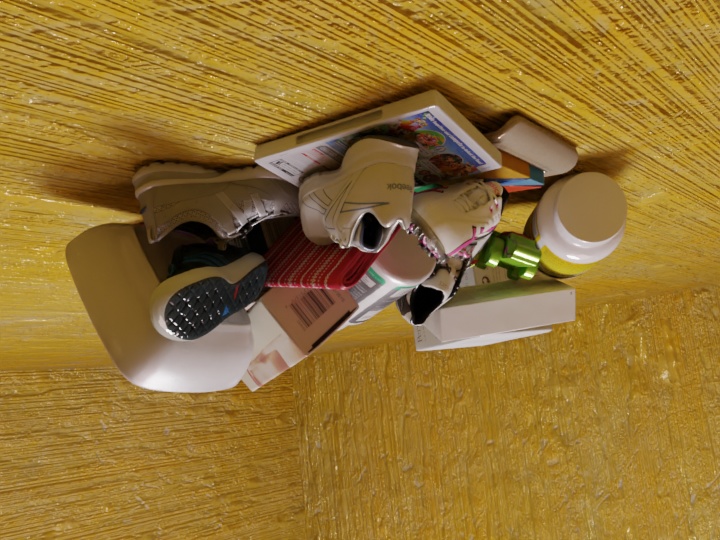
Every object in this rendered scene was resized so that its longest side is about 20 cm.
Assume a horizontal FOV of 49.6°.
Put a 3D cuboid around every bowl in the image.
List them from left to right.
[{"bbox_3d":[-0.204,0.031,0.852,0.074,0.202,0.199,-40,157,19],"label":"bowl"}]

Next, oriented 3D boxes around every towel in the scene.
[{"bbox_3d":[-0.035,-0.031,0.858,0.198,0.023,0.145,-1,-138,52],"label":"towel"}]

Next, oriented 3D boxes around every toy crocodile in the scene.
[{"bbox_3d":[0.200,-0.026,1.055,0.066,0.063,0.200,18,179,-1],"label":"toy crocodile"}]

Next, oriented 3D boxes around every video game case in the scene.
[{"bbox_3d":[0.017,-0.108,0.744,0.197,0.018,0.142,-10,159,32],"label":"video game case"}]

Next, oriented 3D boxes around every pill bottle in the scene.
[{"bbox_3d":[0.000,0.000,0.985,0.111,0.115,0.199,0,157,-33],"label":"pill bottle"},{"bbox_3d":[0.278,-0.058,1.010,0.110,0.115,0.200,-7,171,2],"label":"pill bottle"}]

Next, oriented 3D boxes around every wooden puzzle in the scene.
[{"bbox_3d":[0.119,-0.106,0.853,0.197,0.038,0.183,-14,168,34],"label":"wooden puzzle"}]

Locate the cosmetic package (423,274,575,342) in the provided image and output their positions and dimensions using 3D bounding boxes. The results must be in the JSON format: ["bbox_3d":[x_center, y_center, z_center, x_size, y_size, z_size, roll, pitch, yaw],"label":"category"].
[{"bbox_3d":[0.188,0.051,1.069,0.195,0.052,0.083,-8,-167,-13],"label":"cosmetic package"}]

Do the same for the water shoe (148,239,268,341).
[{"bbox_3d":[-0.166,0.015,0.778,0.078,0.073,0.200,24,-166,14],"label":"water shoe"}]

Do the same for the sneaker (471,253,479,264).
[{"bbox_3d":[0.077,-0.038,1.058,0.195,0.093,0.078,-5,172,-3],"label":"sneaker"}]

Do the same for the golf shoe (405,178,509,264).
[{"bbox_3d":[0.096,-0.061,0.774,0.092,0.073,0.199,-45,170,17],"label":"golf shoe"}]

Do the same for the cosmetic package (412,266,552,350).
[{"bbox_3d":[0.205,0.044,1.381,0.163,0.171,0.199,-2,169,-30],"label":"cosmetic package"}]

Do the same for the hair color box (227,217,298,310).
[{"bbox_3d":[-0.135,-0.006,1.028,0.098,0.062,0.200,-11,161,-29],"label":"hair color box"}]

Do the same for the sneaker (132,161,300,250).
[{"bbox_3d":[-0.135,-0.060,0.806,0.196,0.084,0.074,-2,169,-27],"label":"sneaker"}]

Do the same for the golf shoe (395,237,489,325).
[{"bbox_3d":[0.116,-0.012,0.984,0.077,0.202,0.095,26,-157,-18],"label":"golf shoe"}]

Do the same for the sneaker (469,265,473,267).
[{"bbox_3d":[0.135,-0.029,1.250,0.080,0.076,0.198,-11,-179,-37],"label":"sneaker"}]

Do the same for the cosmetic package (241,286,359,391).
[{"bbox_3d":[-0.097,0.069,0.967,0.103,0.088,0.200,-42,-177,-31],"label":"cosmetic package"}]

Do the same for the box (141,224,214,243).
[{"bbox_3d":[-0.249,-0.024,1.062,0.134,0.040,0.199,-14,169,28],"label":"box"}]

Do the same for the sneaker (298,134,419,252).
[{"bbox_3d":[-0.010,-0.055,0.737,0.073,0.089,0.200,5,163,-22],"label":"sneaker"}]
